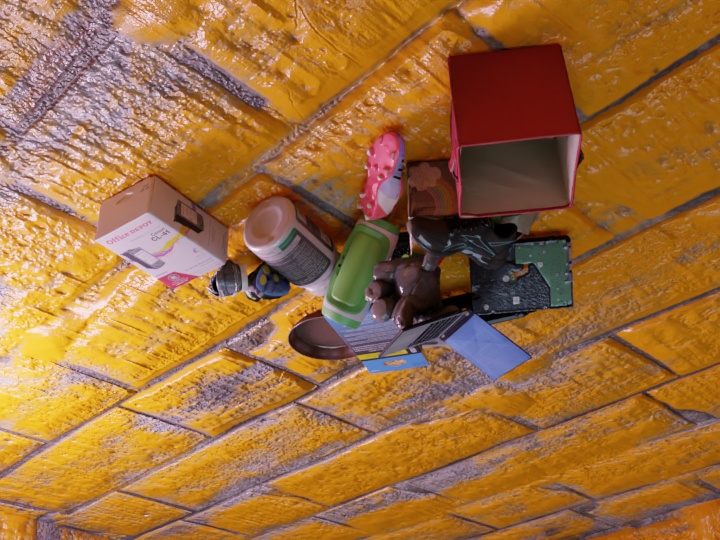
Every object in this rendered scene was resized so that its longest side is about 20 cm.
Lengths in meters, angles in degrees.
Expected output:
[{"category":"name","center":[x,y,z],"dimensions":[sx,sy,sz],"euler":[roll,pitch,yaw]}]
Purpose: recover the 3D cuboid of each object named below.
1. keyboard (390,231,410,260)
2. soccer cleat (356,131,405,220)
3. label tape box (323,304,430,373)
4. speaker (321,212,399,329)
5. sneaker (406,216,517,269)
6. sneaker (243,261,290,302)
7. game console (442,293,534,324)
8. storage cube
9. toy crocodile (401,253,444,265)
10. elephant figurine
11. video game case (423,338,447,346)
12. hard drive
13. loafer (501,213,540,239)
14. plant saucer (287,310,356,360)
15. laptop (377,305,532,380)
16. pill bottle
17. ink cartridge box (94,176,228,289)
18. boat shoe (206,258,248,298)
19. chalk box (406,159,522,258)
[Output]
[{"category":"keyboard","center":[0.095,0.008,1.678],"dimensions":[0.125,0.021,0.202],"euler":[-8,129,-21]},{"category":"soccer cleat","center":[0.048,-0.165,1.458],"dimensions":[0.076,0.067,0.201],"euler":[-22,150,-29]},{"category":"label tape box","center":[0.039,0.115,1.688],"dimensions":[0.142,0.064,0.201],"euler":[-11,136,28]},{"category":"speaker","center":[0.000,0.000,1.567],"dimensions":[0.087,0.202,0.088],"euler":[23,-178,-1]},{"category":"sneaker","center":[0.166,-0.064,1.387],"dimensions":[0.197,0.076,0.080],"euler":[11,131,-28]},{"category":"sneaker","center":[-0.181,0.030,1.620],"dimensions":[0.083,0.200,0.071],"euler":[-45,100,1]},{"category":"game console","center":[0.274,0.104,1.815],"dimensions":[0.197,0.177,0.118],"euler":[-15,116,18]},{"category":"storage cube","center":[0.226,-0.206,1.284],"dimensions":[0.196,0.182,0.172],"euler":[-6,147,5]},{"category":"toy crocodile","center":[0.132,-0.030,1.612],"dimensions":[0.067,0.062,0.201],"euler":[15,118,-33]},{"category":"elephant figurine","center":[0.107,0.053,1.527],"dimensions":[0.153,0.144,0.199],"euler":[5,166,36]},{"category":"video game case","center":[0.149,0.146,1.842],"dimensions":[0.179,0.023,0.200],"euler":[-4,178,19]},{"category":"hard drive","center":[0.312,0.009,1.670],"dimensions":[0.196,0.038,0.142],"euler":[-5,105,6]},{"category":"loafer","center":[0.288,-0.102,1.544],"dimensions":[0.075,0.068,0.201],"euler":[7,146,-13]},{"category":"plant saucer","center":[-0.065,0.141,1.922],"dimensions":[0.197,0.035,0.201],"euler":[-2,146,-1]},{"category":"laptop","center":[0.156,0.147,1.475],"dimensions":[0.197,0.117,0.188],"euler":[-17,165,-17]},{"category":"pill bottle","center":[-0.115,-0.039,1.577],"dimensions":[0.112,0.115,0.200],"euler":[-19,142,25]},{"category":"ink cartridge box","center":[-0.357,-0.064,1.554],"dimensions":[0.146,0.087,0.199],"euler":[-22,143,28]},{"category":"boat shoe","center":[-0.264,0.017,1.638],"dimensions":[0.061,0.074,0.200],"euler":[-8,-179,-20]},{"category":"chalk box","center":[0.180,-0.109,1.478],"dimensions":[0.196,0.126,0.124],"euler":[-2,146,3]}]
